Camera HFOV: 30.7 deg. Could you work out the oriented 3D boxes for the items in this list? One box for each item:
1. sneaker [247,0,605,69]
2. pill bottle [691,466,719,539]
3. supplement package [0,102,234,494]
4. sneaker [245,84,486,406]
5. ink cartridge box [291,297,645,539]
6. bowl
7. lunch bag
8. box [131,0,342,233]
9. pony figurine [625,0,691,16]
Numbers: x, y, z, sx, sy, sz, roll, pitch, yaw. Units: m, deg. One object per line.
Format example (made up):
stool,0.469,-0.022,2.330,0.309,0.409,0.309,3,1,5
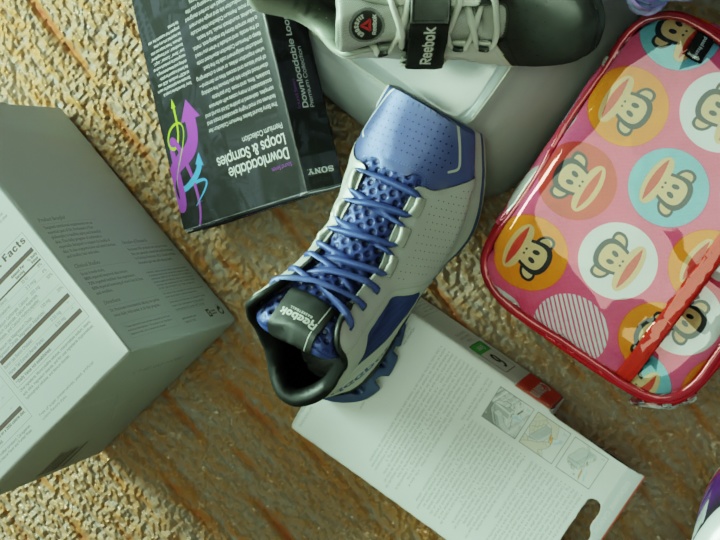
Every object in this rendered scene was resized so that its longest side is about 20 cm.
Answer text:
sneaker,0.029,-0.138,0.710,0.199,0.089,0.074,16,133,21
pill bottle,0.230,0.159,0.693,0.111,0.200,0.112,1,95,18
supplement package,-0.221,0.014,0.855,0.151,0.152,0.200,-43,81,17
sneaker,0.000,0.001,0.742,0.080,0.115,0.200,27,108,15
ink cartridge box,0.068,0.107,0.822,0.200,0.050,0.109,34,104,12
bowl,0.053,-0.167,0.794,0.200,0.075,0.200,38,104,14
lunch bag,0.185,-0.028,0.753,0.176,0.082,0.200,35,105,9
box,-0.085,-0.133,0.827,0.143,0.036,0.201,-12,90,51
pony figurine,0.190,-0.223,0.697,0.200,0.167,0.193,-41,62,-16
